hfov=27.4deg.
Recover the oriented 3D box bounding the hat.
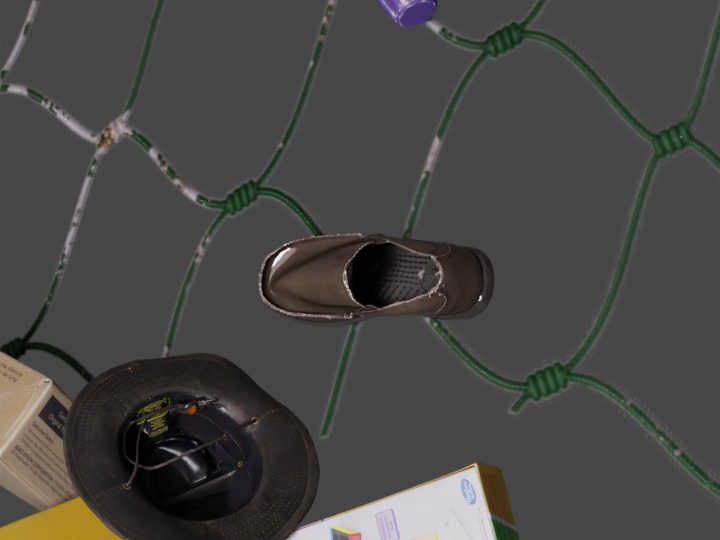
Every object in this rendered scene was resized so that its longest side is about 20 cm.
[{"bbox_3d":[-0.134,0.161,1.137,0.201,0.200,0.081,47,142,29],"label":"hat"}]

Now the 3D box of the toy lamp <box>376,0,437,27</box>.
[{"bbox_3d":[0.008,-0.281,1.173,0.058,0.058,0.201,-34,65,21],"label":"toy lamp"}]

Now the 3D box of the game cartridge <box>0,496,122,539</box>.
[{"bbox_3d":[-0.218,0.266,1.104,0.032,0.199,0.177,-44,69,52],"label":"game cartridge"}]

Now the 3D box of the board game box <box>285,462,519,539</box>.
[{"bbox_3d":[0.026,0.242,1.062,0.199,0.040,0.154,-23,69,26],"label":"board game box"}]

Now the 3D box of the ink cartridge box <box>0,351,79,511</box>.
[{"bbox_3d":[-0.297,0.121,1.206,0.199,0.165,0.075,23,69,32],"label":"ink cartridge box"}]

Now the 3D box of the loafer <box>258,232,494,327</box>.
[{"bbox_3d":[0.000,0.000,1.110,0.199,0.071,0.074,-4,78,30],"label":"loafer"}]
